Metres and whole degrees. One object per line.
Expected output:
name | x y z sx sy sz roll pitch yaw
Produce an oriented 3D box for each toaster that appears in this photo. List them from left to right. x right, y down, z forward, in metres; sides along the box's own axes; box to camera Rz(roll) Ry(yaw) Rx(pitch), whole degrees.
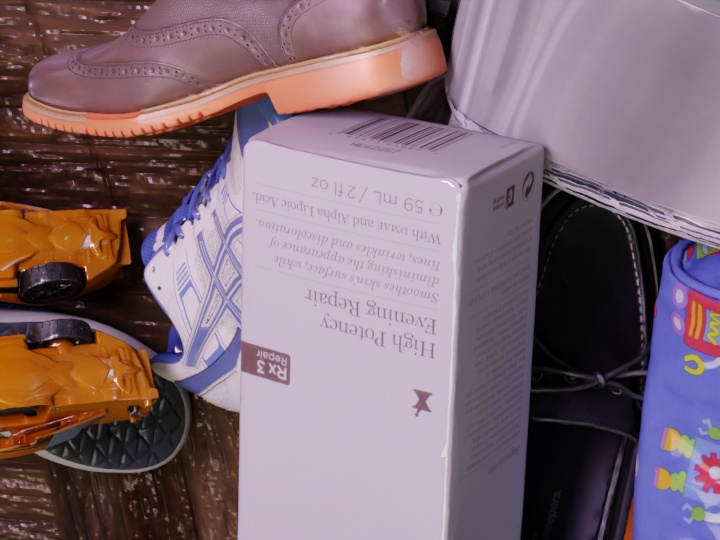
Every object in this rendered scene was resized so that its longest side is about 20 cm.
toaster | 0.127 -0.095 0.937 0.200 0.114 0.129 22 134 2

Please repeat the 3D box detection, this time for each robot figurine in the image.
robot figurine | -0.198 0.030 1.090 0.199 0.145 0.058 -4 159 -19

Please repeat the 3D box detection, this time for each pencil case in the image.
pencil case | 0.157 0.084 0.988 0.087 0.078 0.201 13 113 24

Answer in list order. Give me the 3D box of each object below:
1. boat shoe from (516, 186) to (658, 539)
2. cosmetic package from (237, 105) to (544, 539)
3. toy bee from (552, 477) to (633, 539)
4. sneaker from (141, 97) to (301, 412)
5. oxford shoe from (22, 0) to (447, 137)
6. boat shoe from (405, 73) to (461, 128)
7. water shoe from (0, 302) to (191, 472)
boat shoe | 0.092 0.057 1.025 0.074 0.201 0.062 13 171 -10
cosmetic package | 0.010 0.043 0.951 0.101 0.074 0.201 12 111 29
toy bee | 0.077 0.076 1.103 0.200 0.109 0.131 24 124 -32
sneaker | -0.060 -0.013 1.086 0.088 0.075 0.200 14 127 12
oxford shoe | -0.058 -0.099 0.974 0.200 0.071 0.073 -7 103 31
boat shoe | 0.000 0.000 1.027 0.069 0.071 0.200 25 100 -42
water shoe | -0.179 0.043 1.181 0.200 0.079 0.072 19 93 -20
